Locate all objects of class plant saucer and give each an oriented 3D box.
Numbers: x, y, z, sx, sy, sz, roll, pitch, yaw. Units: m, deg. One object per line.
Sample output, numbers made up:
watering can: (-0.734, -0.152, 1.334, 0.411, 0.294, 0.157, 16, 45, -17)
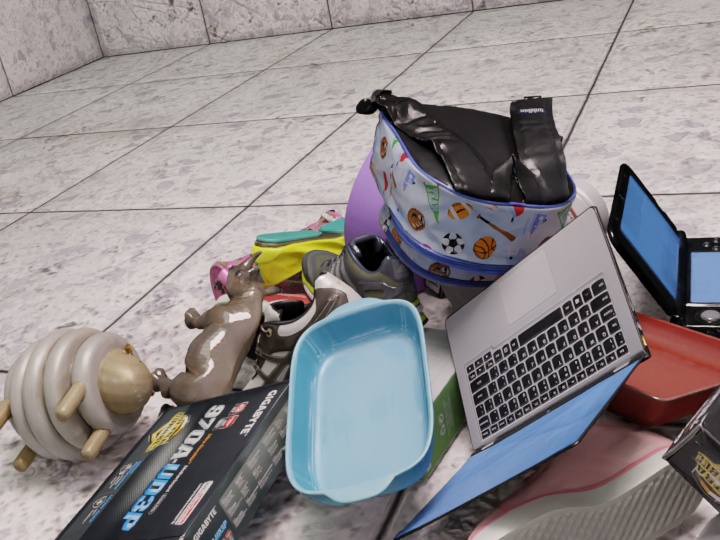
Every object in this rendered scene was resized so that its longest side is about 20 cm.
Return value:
plant saucer: (0.231, 0.079, 0.742, 0.197, 0.038, 0.198, -6, 17, -37)

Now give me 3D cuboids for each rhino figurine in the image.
rhino figurine: (-0.141, 0.065, 0.871, 0.086, 0.060, 0.203, -1, 55, 41)

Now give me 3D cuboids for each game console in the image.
game console: (0.352, -0.029, 0.876, 0.172, 0.119, 0.201, -1, 27, 23)

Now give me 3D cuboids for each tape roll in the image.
tape roll: (0.068, -0.078, 0.991, 0.065, 0.204, 0.199, 30, 44, 31)

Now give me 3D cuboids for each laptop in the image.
laptop: (0.103, 0.073, 0.633, 0.114, 0.187, 0.204, 13, 52, -34)

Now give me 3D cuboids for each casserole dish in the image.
casserole dish: (0.003, 0.105, 0.675, 0.119, 0.039, 0.202, -18, 38, 13)

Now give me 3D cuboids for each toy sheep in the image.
toy sheep: (-0.286, 0.123, 0.832, 0.196, 0.141, 0.138, -9, 24, 21)

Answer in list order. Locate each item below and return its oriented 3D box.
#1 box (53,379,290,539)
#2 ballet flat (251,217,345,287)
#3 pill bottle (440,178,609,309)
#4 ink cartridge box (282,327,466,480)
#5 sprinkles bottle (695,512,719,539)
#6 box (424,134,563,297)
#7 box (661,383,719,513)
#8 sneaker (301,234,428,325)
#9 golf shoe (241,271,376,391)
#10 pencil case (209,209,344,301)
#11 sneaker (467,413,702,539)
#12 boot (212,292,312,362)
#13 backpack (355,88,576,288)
box: (-0.146, 0.177, 0.705, 0.156, 0.047, 0.201, -17, 20, 29)
ballet flat: (-0.042, -0.023, 1.007, 0.197, 0.069, 0.066, -15, 17, -36)
pill bottle: (0.187, -0.029, 0.954, 0.198, 0.115, 0.111, -27, 29, -32)
ink cartridge box: (0.029, 0.127, 0.759, 0.102, 0.061, 0.200, 3, 29, 31)
sprinkles bottle: (0.295, 0.151, 0.581, 0.067, 0.070, 0.199, 12, 34, 42)
box: (0.160, -0.071, 1.016, 0.198, 0.145, 0.036, -27, 47, -32)
box: (0.316, 0.126, 0.529, 0.200, 0.050, 0.197, 44, 52, 18)
sneaker: (0.000, 0.000, 0.877, 0.073, 0.083, 0.199, -17, 22, -31)
golf shoe: (-0.071, 0.078, 0.803, 0.199, 0.095, 0.078, -38, 7, 18)
pencil case: (-0.092, -0.005, 1.056, 0.198, 0.088, 0.082, -29, 23, -32)
sneaker: (0.143, 0.164, 0.618, 0.196, 0.077, 0.104, -18, 24, -21)
boot: (-0.058, 0.045, 0.964, 0.196, 0.074, 0.144, 10, 31, 25)
backpack: (0.101, -0.071, 0.783, 0.195, 0.157, 0.191, -1, 27, -12)
